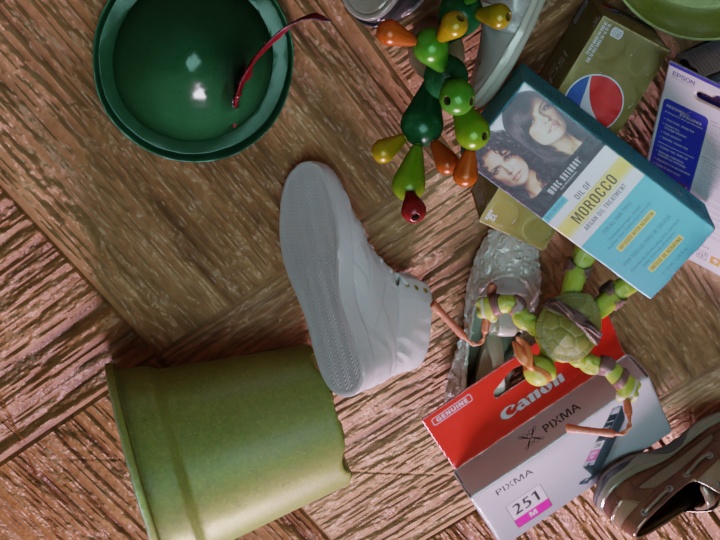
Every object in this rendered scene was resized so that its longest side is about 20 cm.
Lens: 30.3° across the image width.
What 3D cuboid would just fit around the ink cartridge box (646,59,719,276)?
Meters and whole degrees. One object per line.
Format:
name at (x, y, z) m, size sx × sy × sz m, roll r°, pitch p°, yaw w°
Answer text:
ink cartridge box at (0.282, -0.085, 1.087) m, size 0.094 × 0.037 × 0.201 m, roll 31°, pitch 150°, yaw 23°

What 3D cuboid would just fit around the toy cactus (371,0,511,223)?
toy cactus at (0.053, -0.153, 1.025) m, size 0.101 × 0.165 × 0.202 m, roll 4°, pitch 117°, yaw -6°

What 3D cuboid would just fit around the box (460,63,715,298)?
box at (0.181, -0.070, 1.067) m, size 0.199 × 0.049 × 0.082 m, roll 35°, pitch 112°, yaw -12°

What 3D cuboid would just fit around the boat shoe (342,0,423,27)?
boat shoe at (0.062, -0.273, 1.033) m, size 0.067 × 0.057 × 0.200 m, roll 47°, pitch 105°, yaw 13°

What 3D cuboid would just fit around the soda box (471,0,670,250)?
soda box at (0.171, -0.121, 1.110) m, size 0.067 × 0.064 × 0.201 m, roll 23°, pitch 115°, yaw -15°

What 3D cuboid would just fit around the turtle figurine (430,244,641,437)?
turtle figurine at (0.173, 0.034, 1.136) m, size 0.199 × 0.064 × 0.162 m, roll 32°, pitch 75°, yaw 8°

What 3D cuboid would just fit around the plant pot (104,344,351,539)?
plant pot at (-0.112, 0.152, 1.180) m, size 0.183 × 0.201 × 0.202 m, roll -17°, pitch 119°, yaw -9°

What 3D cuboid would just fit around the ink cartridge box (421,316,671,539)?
ink cartridge box at (0.175, 0.142, 1.218) m, size 0.199 × 0.044 × 0.174 m, roll -34°, pitch 133°, yaw -1°

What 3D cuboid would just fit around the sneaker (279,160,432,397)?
sneaker at (0.000, 0.000, 1.164) m, size 0.073 × 0.115 × 0.202 m, roll -11°, pitch 92°, yaw 42°

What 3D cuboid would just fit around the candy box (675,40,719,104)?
candy box at (0.389, -0.140, 1.112) m, size 0.199 × 0.072 × 0.169 m, roll -24°, pitch 117°, yaw 9°

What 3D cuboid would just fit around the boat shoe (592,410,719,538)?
boat shoe at (0.319, 0.197, 1.264) m, size 0.199 × 0.072 × 0.076 m, roll -25°, pitch 139°, yaw -12°

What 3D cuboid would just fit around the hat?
hat at (-0.128, -0.141, 1.011) m, size 0.164 × 0.176 × 0.201 m, roll 11°, pitch 117°, yaw -10°

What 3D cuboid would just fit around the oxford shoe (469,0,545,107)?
oxford shoe at (0.119, -0.226, 1.046) m, size 0.057 × 0.075 × 0.201 m, roll 18°, pitch 112°, yaw -8°

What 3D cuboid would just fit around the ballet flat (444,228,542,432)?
ballet flat at (0.125, 0.060, 1.204) m, size 0.071 × 0.072 × 0.202 m, roll 6°, pitch 117°, yaw -8°

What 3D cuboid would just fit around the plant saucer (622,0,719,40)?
plant saucer at (0.283, -0.283, 1.051) m, size 0.198 × 0.031 × 0.202 m, roll -2°, pitch 117°, yaw -4°
